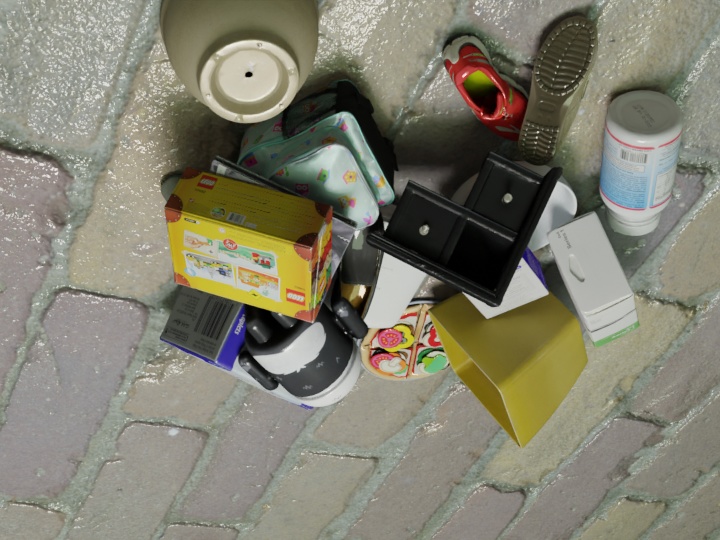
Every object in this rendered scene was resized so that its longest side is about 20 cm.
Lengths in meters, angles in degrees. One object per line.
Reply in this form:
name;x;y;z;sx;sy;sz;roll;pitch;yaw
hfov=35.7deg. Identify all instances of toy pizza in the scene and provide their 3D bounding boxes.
toy pizza;0.091;0.127;1.880;0.197;0.032;0.202;-7;136;-7

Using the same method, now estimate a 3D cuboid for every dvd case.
dvd case;-0.113;-0.058;1.454;0.198;0.016;0.149;26;143;-2

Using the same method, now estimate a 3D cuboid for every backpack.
backpack;-0.067;-0.131;1.491;0.198;0.155;0.177;-14;131;21

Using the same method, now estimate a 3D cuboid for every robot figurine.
robot figurine;-0.082;0.100;1.549;0.149;0.126;0.200;2;143;43

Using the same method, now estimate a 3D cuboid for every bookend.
bookend;0.138;-0.083;1.500;0.197;0.092;0.202;27;88;3

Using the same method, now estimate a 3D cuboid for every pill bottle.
pill bottle;0.401;-0.150;1.616;0.107;0.110;0.201;-10;137;-3

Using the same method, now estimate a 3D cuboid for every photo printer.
photo printer;0.014;-0.005;1.677;0.165;0.070;0.201;18;119;-24

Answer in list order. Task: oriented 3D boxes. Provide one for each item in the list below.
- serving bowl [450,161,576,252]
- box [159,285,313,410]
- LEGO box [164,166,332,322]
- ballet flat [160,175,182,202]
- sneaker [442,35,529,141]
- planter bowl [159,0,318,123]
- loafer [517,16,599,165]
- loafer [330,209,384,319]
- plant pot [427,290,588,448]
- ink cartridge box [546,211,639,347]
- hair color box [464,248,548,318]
serving bowl;0.214;-0.097;1.646;0.197;0.067;0.201;-9;148;-6
box;-0.167;0.111;1.681;0.199;0.183;0.106;31;80;-36
LEGO box;-0.140;-0.031;1.422;0.197;0.078;0.150;16;141;9
ballet flat;-0.198;-0.067;1.588;0.067;0.064;0.199;-36;132;25
sneaker;0.175;-0.224;1.502;0.077;0.086;0.199;-34;133;22
planter bowl;-0.140;-0.265;1.348;0.197;0.136;0.202;-6;136;-6
loafer;0.264;-0.241;1.501;0.075;0.068;0.202;24;106;14
loafer;0.000;0.000;1.589;0.072;0.073;0.202;1;123;-8
plant pot;0.250;0.123;1.795;0.176;0.200;0.201;-36;141;-7
ink cartridge box;0.355;0.017;1.701;0.083;0.148;0.200;-24;160;8
hair color box;0.193;-0.010;1.652;0.108;0.066;0.200;-23;148;17
